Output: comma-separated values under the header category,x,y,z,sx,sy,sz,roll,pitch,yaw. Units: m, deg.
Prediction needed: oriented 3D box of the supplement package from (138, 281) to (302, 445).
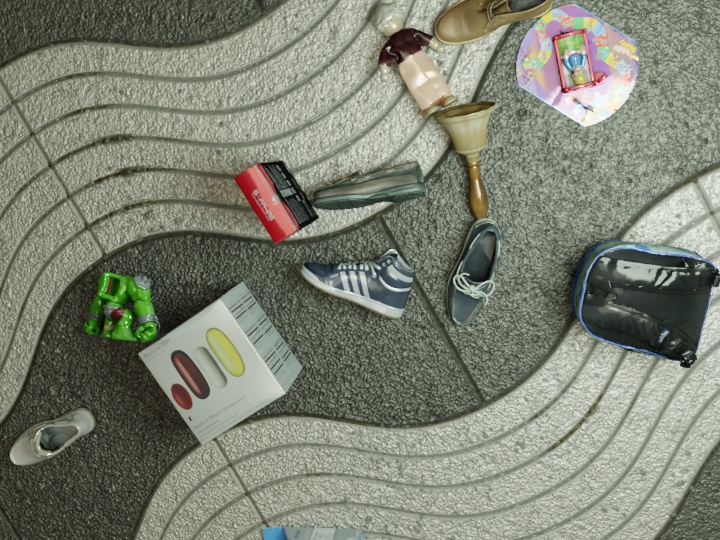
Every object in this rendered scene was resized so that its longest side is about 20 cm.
category,x,y,z,sx,sy,sz,roll,pitch,yaw
supplement package,-0.248,0.164,1.365,0.191,0.147,0.201,-34,95,12

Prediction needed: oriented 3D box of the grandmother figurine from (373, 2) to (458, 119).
category,x,y,z,sx,sy,sz,roll,pitch,yaw
grandmother figurine,0.082,-0.357,1.274,0.121,0.061,0.201,-30,92,-15

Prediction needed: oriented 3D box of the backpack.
category,x,y,z,sx,sy,sz,roll,pitch,yaw
backpack,0.452,0.040,1.240,0.198,0.147,0.184,11,102,2

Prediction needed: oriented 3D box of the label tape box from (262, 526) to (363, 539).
category,x,y,z,sx,sy,sz,roll,pitch,yaw
label tape box,-0.094,0.576,1.457,0.198,0.066,0.144,-1,100,7

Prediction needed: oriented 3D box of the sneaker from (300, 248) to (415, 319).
category,x,y,z,sx,sy,sz,roll,pitch,yaw
sneaker,0.000,0.000,1.338,0.199,0.070,0.109,23,107,-3

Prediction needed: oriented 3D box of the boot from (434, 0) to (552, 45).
category,x,y,z,sx,sy,sz,roll,pitch,yaw
boot,0.214,-0.423,1.231,0.199,0.075,0.074,-15,100,14

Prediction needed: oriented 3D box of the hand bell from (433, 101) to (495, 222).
category,x,y,z,sx,sy,sz,roll,pitch,yaw
hand bell,0.193,-0.175,1.283,0.103,0.104,0.201,-10,110,10

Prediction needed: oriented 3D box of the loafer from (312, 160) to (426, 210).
category,x,y,z,sx,sy,sz,roll,pitch,yaw
loafer,0.013,-0.148,1.321,0.198,0.072,0.063,-7,79,3

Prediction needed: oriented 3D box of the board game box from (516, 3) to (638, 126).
category,x,y,z,sx,sy,sz,roll,pitch,yaw
board game box,0.360,-0.340,1.241,0.199,0.039,0.159,32,103,1

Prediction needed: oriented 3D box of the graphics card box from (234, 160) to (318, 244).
category,x,y,z,sx,sy,sz,roll,pitch,yaw
graphics card box,-0.136,-0.120,1.272,0.051,0.200,0.126,-32,95,12

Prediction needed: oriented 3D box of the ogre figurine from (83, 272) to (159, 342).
category,x,y,z,sx,sy,sz,roll,pitch,yaw
ogre figurine,-0.440,0.067,1.393,0.098,0.200,0.121,6,87,-31

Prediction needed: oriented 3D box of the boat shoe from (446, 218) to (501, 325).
category,x,y,z,sx,sy,sz,roll,pitch,yaw
boat shoe,0.199,0.011,1.311,0.074,0.062,0.201,19,109,-3

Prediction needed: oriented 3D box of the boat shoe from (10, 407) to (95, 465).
category,x,y,z,sx,sy,sz,roll,pitch,yaw
boat shoe,-0.621,0.334,1.489,0.199,0.069,0.071,-30,96,13
